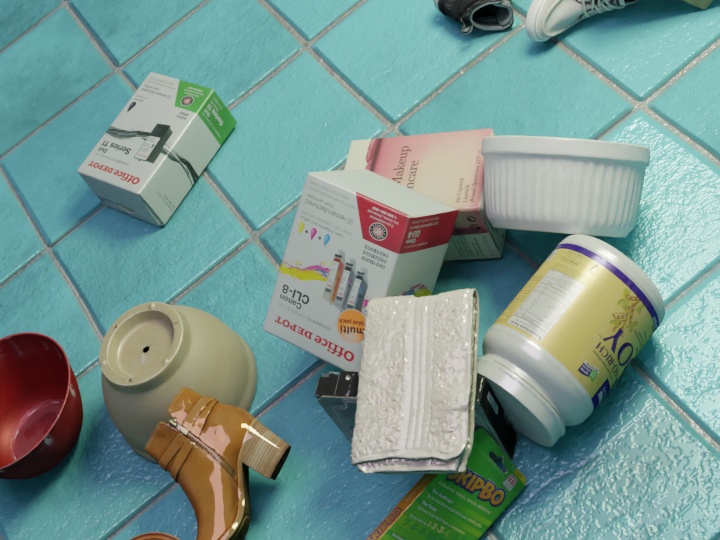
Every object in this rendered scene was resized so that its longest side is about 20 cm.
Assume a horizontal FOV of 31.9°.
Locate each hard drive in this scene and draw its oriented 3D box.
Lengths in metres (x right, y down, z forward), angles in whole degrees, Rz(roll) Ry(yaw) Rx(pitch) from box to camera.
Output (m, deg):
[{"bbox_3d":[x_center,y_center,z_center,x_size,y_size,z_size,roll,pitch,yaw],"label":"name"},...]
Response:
[{"bbox_3d":[0.063,0.163,1.410,0.197,0.140,0.038,1,57,25],"label":"hard drive"}]

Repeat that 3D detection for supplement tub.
[{"bbox_3d":[0.225,0.077,1.391,0.145,0.146,0.200,31,74,38],"label":"supplement tub"}]

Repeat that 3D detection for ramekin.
[{"bbox_3d":[0.237,-0.097,1.479,0.198,0.199,0.107,5,92,28],"label":"ramekin"}]

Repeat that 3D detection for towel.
[{"bbox_3d":[0.058,0.117,1.330,0.131,0.034,0.203,-6,64,22],"label":"towel"}]

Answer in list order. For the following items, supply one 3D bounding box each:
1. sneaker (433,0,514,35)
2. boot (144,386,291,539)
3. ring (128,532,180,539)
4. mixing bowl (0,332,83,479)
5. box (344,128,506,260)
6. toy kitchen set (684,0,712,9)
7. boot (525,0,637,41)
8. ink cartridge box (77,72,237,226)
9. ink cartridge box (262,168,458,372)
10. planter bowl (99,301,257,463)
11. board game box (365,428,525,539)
[{"bbox_3d":[0.207,-0.411,1.797,0.199,0.076,0.114,-36,50,6],"label":"sneaker"},{"bbox_3d":[-0.192,0.247,1.469,0.154,0.077,0.202,27,81,11],"label":"boot"},{"bbox_3d":[-0.233,0.399,1.422,0.198,0.019,0.203,-10,72,33],"label":"ring"},{"bbox_3d":[-0.438,0.194,1.645,0.198,0.109,0.202,-13,53,18],"label":"mixing bowl"},{"bbox_3d":[0.082,-0.093,1.603,0.197,0.109,0.129,-3,56,23],"label":"box"},{"bbox_3d":[0.408,-0.484,1.628,0.181,0.198,0.165,-49,32,47],"label":"toy kitchen set"},{"bbox_3d":[0.319,-0.379,1.717,0.200,0.074,0.095,-46,44,-12],"label":"boot"},{"bbox_3d":[-0.302,-0.181,1.864,0.145,0.083,0.201,19,67,35],"label":"ink cartridge box"},{"bbox_3d":[0.000,0.000,1.484,0.144,0.144,0.202,24,107,23],"label":"ink cartridge box"},{"bbox_3d":[-0.246,0.124,1.588,0.198,0.135,0.202,-12,53,16],"label":"planter bowl"},{"bbox_3d":[0.086,0.268,1.354,0.200,0.096,0.030,-45,23,-9],"label":"board game box"}]
